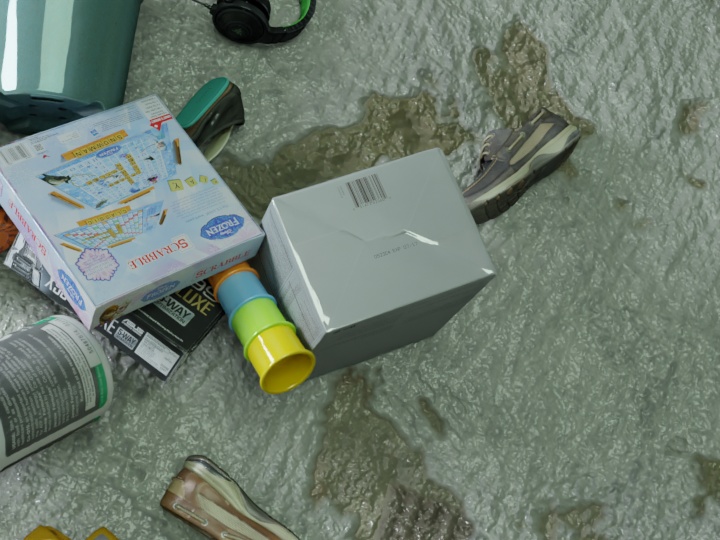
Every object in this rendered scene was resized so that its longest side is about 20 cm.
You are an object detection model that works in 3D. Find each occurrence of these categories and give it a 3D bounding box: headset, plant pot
[{"bbox_3d":[-0.138,-0.323,1.453,0.199,0.094,0.124,-7,72,-29],"label":"headset"},{"bbox_3d":[-0.317,-0.251,1.336,0.198,0.200,0.198,6,78,-13],"label":"plant pot"}]

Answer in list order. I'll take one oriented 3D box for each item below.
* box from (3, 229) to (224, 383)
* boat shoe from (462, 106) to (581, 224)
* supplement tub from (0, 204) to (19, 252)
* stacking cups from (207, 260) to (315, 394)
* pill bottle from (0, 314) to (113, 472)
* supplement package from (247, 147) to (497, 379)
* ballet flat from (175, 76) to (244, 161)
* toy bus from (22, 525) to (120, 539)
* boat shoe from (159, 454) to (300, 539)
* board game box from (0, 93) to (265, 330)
[{"bbox_3d":[-0.232,0.004,1.294,0.199,0.050,0.158,37,30,0],"label":"box"},{"bbox_3d":[0.169,-0.123,1.487,0.200,0.075,0.073,-35,73,-32],"label":"boat shoe"},{"bbox_3d":[-0.426,-0.105,1.282,0.122,0.123,0.201,-25,80,-22],"label":"supplement tub"},{"bbox_3d":[-0.116,0.028,1.273,0.060,0.061,0.200,-22,56,-21],"label":"stacking cups"},{"bbox_3d":[-0.337,0.125,1.193,0.113,0.113,0.200,54,40,7],"label":"pill bottle"},{"bbox_3d":[0.000,0.000,1.320,0.190,0.200,0.148,-18,76,-21],"label":"supplement package"},{"bbox_3d":[-0.192,-0.130,1.382,0.200,0.068,0.069,-43,125,-29],"label":"ballet flat"},{"bbox_3d":[-0.227,0.310,1.201,0.199,0.065,0.078,37,49,17],"label":"toy bus"},{"bbox_3d":[-0.114,0.271,1.268,0.200,0.076,0.074,40,71,10],"label":"boat shoe"},{"bbox_3d":[-0.229,-0.063,1.245,0.199,0.041,0.200,-25,67,-35],"label":"board game box"}]
